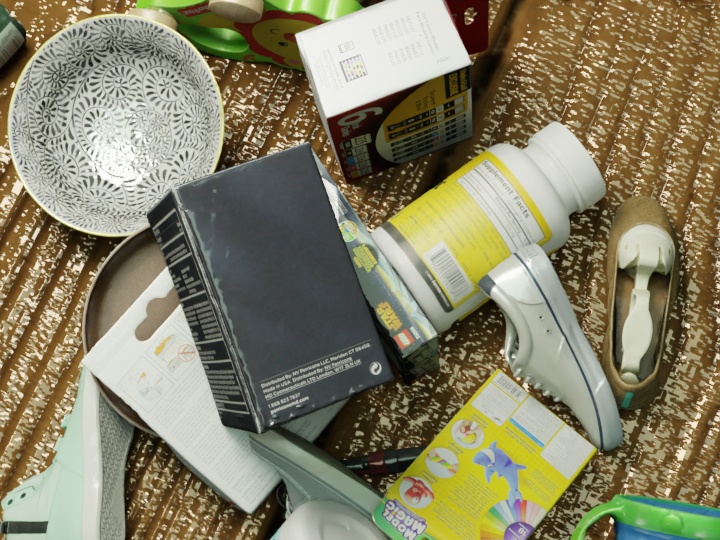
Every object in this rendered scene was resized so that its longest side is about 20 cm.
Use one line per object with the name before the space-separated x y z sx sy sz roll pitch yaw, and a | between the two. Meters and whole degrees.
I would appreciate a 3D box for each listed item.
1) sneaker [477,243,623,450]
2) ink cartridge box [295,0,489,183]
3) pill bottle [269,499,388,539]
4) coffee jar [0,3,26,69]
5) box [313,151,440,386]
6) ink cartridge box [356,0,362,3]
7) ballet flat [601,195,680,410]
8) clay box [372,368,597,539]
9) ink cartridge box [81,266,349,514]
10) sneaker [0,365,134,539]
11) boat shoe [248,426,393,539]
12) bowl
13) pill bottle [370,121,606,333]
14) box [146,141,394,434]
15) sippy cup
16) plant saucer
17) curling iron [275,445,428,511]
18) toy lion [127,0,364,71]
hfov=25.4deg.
sneaker | 0.163 0.075 1.386 0.071 0.073 0.201 -28 102 -1
ink cartridge box | 0.046 -0.169 1.411 0.175 0.200 0.084 -21 77 0
pill bottle | -0.061 0.293 1.324 0.111 0.111 0.200 44 116 13
coffee jar | -0.416 -0.181 1.510 0.104 0.085 0.200 37 81 9
box | 0.000 0.000 1.407 0.040 0.137 0.200 -33 75 -4
ink cartridge box | 0.004 -0.347 1.467 0.200 0.087 0.146 -30 70 40
ballet flat | 0.248 0.023 1.416 0.068 0.072 0.201 9 77 6
clay box | 0.101 0.188 1.354 0.115 0.048 0.200 39 54 11
ink cartridge box | -0.121 0.091 1.407 0.200 0.050 0.162 42 78 -4
sneaker | -0.269 0.166 1.421 0.118 0.074 0.201 -9 63 21
boat shoe | -0.025 0.206 1.368 0.201 0.070 0.072 38 88 -14
bowl | -0.215 -0.128 1.470 0.200 0.094 0.202 0 87 6
pill bottle | 0.116 -0.043 1.422 0.200 0.111 0.111 -35 76 -5
box | -0.078 0.016 1.294 0.123 0.200 0.199 -21 92 -14
sippy cup | 0.269 0.263 1.332 0.177 0.139 0.131 7 87 31
plant saucer | -0.151 0.051 1.426 0.199 0.032 0.201 0 90 -20
curling iron | 0.023 0.180 1.420 0.199 0.026 0.050 -15 97 -4
toy lion | -0.086 -0.227 1.465 0.200 0.191 0.069 -3 70 45
